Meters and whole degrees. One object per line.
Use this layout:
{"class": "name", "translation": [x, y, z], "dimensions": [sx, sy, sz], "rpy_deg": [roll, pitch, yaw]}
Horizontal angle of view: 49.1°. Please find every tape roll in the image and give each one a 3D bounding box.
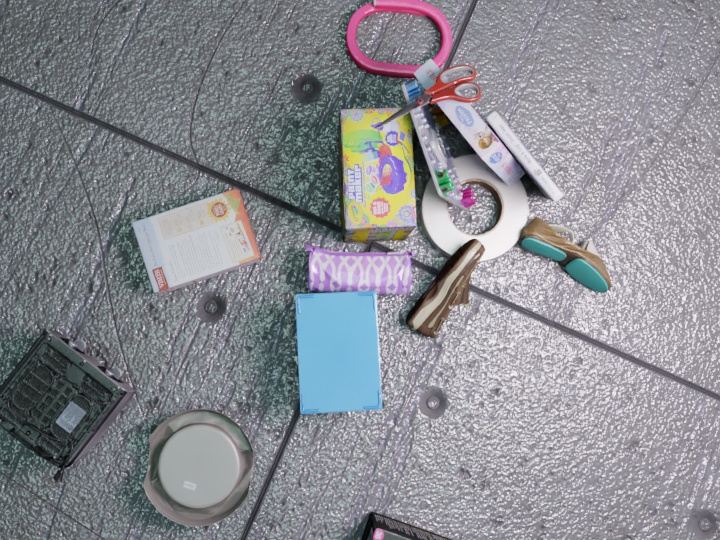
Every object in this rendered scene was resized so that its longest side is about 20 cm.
{"class": "tape roll", "translation": [0.211, -0.114, 1.461], "dimensions": [0.202, 0.037, 0.204], "rpy_deg": [0, 85, -2]}

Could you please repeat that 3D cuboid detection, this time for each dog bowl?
{"class": "dog bowl", "translation": [-0.282, 0.343, 1.393], "dimensions": [0.199, 0.059, 0.201], "rpy_deg": [0, 86, -2]}

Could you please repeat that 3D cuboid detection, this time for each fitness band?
{"class": "fitness band", "translation": [0.072, -0.437, 1.479], "dimensions": [0.199, 0.037, 0.145], "rpy_deg": [5, 86, -1]}

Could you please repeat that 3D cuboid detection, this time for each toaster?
{"class": "toaster", "translation": [-0.515, 0.228, 1.360], "dimensions": [0.181, 0.119, 0.200], "rpy_deg": [36, 84, 1]}

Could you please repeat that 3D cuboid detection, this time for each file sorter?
{"class": "file sorter", "translation": [-0.040, 0.141, 1.387], "dimensions": [0.138, 0.123, 0.201], "rpy_deg": [-3, 86, -3]}

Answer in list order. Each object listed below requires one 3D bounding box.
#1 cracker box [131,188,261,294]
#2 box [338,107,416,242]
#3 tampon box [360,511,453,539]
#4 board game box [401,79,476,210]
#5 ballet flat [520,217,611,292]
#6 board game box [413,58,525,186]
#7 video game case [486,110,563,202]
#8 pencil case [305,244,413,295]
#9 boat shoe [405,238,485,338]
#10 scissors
{"class": "cracker box", "translation": [-0.293, -0.052, 1.422], "dimensions": [0.199, 0.058, 0.135], "rpy_deg": [-18, 86, -5]}
{"class": "box", "translation": [0.024, -0.160, 1.378], "dimensions": [0.121, 0.193, 0.201], "rpy_deg": [-2, 86, -2]}
{"class": "tampon box", "translation": [0.090, 0.531, 1.361], "dimensions": [0.199, 0.126, 0.151], "rpy_deg": [20, 86, -1]}
{"class": "board game box", "translation": [0.139, -0.211, 1.351], "dimensions": [0.026, 0.200, 0.201], "rpy_deg": [-21, 80, 18]}
{"class": "ballet flat", "translation": [0.386, -0.037, 1.450], "dimensions": [0.199, 0.068, 0.073], "rpy_deg": [29, 64, -7]}
{"class": "board game box", "translation": [0.193, -0.252, 1.365], "dimensions": [0.041, 0.199, 0.200], "rpy_deg": [-40, 70, 14]}
{"class": "video game case", "translation": [0.288, -0.198, 1.391], "dimensions": [0.024, 0.200, 0.182], "rpy_deg": [-39, 88, 12]}
{"class": "pencil case", "translation": [0.000, 0.000, 1.417], "dimensions": [0.199, 0.084, 0.086], "rpy_deg": [0, 119, -4]}
{"class": "boat shoe", "translation": [0.168, 0.036, 1.419], "dimensions": [0.075, 0.075, 0.203], "rpy_deg": [35, 110, -7]}
{"class": "scissors", "translation": [0.102, -0.279, 1.264], "dimensions": [0.199, 0.014, 0.073], "rpy_deg": [-19, 70, -10]}
